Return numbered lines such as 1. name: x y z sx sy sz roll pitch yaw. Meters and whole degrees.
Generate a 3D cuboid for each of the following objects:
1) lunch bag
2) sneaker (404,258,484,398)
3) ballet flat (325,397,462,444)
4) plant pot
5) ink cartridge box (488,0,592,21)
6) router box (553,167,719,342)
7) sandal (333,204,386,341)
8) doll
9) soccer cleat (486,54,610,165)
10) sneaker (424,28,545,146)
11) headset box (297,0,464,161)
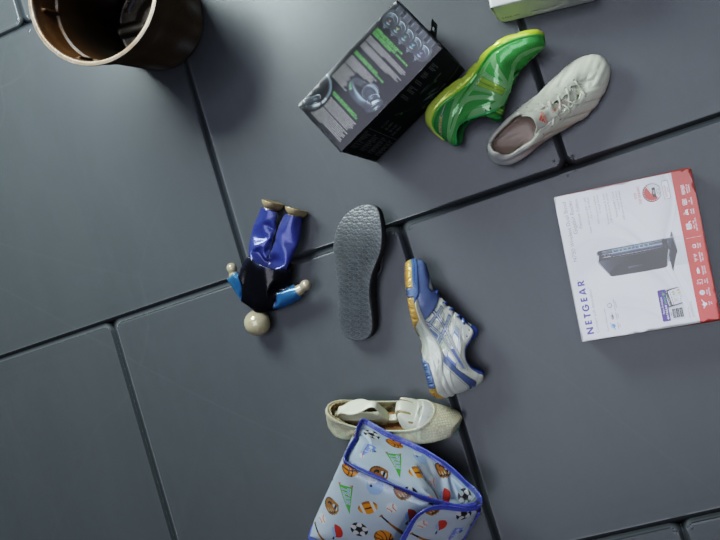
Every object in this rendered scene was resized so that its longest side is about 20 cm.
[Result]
1. lunch bag: 0.050 0.333 1.290 0.199 0.124 0.170 25 121 3
2. sneaker: 0.117 0.075 1.311 0.088 0.075 0.201 -15 95 5
3. ballet flat: 0.043 0.210 1.326 0.199 0.068 0.062 -6 134 17
4. plant pot: -0.335 -0.380 1.352 0.199 0.198 0.201 1 92 17
5. ink cartridge box: 0.231 -0.453 1.243 0.146 0.086 0.201 -10 88 16
6. router box: 0.365 -0.018 1.238 0.179 0.049 0.201 -12 89 16
7. sandal: -0.001 0.000 1.355 0.076 0.043 0.201 12 105 23
8. doll: -0.133 0.001 1.385 0.136 0.048 0.201 17 96 16
9. soccer cleat: 0.253 -0.212 1.249 0.200 0.078 0.069 -41 81 13
10. sneaker: 0.180 -0.248 1.274 0.200 0.074 0.084 -42 78 23
11. headset box: 0.038 -0.253 1.260 0.200 0.174 0.093 -44 81 14
